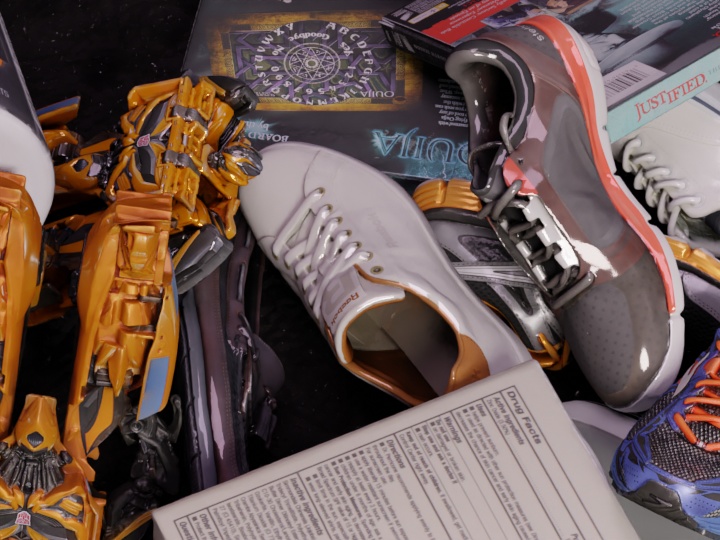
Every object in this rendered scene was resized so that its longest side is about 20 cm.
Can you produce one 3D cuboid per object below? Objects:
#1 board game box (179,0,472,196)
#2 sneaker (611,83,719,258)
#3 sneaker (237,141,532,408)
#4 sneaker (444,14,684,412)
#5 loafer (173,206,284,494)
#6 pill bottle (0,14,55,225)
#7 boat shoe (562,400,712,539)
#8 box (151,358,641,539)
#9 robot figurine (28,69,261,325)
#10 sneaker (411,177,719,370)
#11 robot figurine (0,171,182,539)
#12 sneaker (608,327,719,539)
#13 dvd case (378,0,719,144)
[{"bbox_3d":[0.002,-0.098,1.557,0.199,0.028,0.136,8,55,8],"label":"board game box"},{"bbox_3d":[0.174,-0.052,1.484,0.200,0.073,0.071,26,54,16],"label":"sneaker"},{"bbox_3d":[0.000,0.000,1.407,0.200,0.085,0.073,42,107,28],"label":"sneaker"},{"bbox_3d":[0.086,-0.023,1.367,0.082,0.077,0.201,-8,72,-40],"label":"sneaker"},{"bbox_3d":[-0.064,0.037,1.438,0.063,0.072,0.200,-4,49,-9],"label":"loafer"},{"bbox_3d":[-0.220,-0.089,1.419,0.106,0.106,0.200,-16,38,-9],"label":"pill bottle"},{"bbox_3d":[0.182,0.109,1.378,0.200,0.071,0.064,26,50,18],"label":"boat shoe"},{"bbox_3d":[0.019,0.150,1.326,0.199,0.109,0.128,-20,55,-12],"label":"box"},{"bbox_3d":[-0.139,-0.034,1.441,0.199,0.058,0.145,-17,48,30],"label":"robot figurine"},{"bbox_3d":[0.112,0.017,1.448,0.199,0.078,0.077,15,71,16],"label":"sneaker"},{"bbox_3d":[-0.151,0.054,1.357,0.144,0.201,0.058,8,21,-4],"label":"robot figurine"},{"bbox_3d":[0.175,0.054,1.320,0.075,0.079,0.200,24,35,18],"label":"sneaker"},{"bbox_3d":[0.123,-0.131,1.495,0.146,0.022,0.200,-30,31,-22],"label":"dvd case"}]
